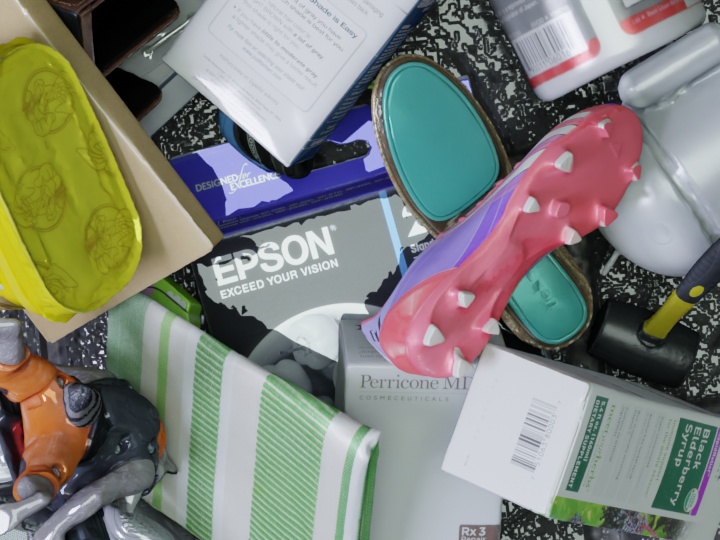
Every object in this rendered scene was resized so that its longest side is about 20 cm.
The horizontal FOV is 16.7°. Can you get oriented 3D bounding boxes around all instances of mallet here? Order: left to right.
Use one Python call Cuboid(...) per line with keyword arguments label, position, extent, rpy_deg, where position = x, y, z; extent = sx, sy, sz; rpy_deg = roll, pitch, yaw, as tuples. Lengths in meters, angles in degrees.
Cuboid(label="mallet", position=(0.198, 0.020, 1.432), extent=(0.066, 0.200, 0.041), rpy_deg=(24, 65, -10))

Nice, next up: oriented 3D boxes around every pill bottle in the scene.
Cuboid(label="pill bottle", position=(0.114, -0.212, 1.454), extent=(0.114, 0.114, 0.200), rpy_deg=(-26, 92, 1))

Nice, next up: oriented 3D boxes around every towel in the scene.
Cuboid(label="towel", position=(-0.073, 0.107, 1.434), extent=(0.200, 0.023, 0.153), rpy_deg=(29, 131, 30))

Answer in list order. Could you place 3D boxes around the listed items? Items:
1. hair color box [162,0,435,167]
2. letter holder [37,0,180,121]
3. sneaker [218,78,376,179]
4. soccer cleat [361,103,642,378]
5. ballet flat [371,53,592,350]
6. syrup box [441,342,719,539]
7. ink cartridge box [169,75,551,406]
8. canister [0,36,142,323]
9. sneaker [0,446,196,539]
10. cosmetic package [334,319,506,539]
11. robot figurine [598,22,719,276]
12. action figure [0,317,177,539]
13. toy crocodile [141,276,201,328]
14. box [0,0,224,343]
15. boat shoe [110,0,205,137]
Cuboid(label="hair color box", position=(-0.011, -0.167, 1.393), extent=(0.100, 0.061, 0.200), rpy_deg=(41, 106, 5))
Cuboid(label="letter holder", position=(-0.203, -0.165, 1.444), extent=(0.200, 0.142, 0.101), rpy_deg=(18, 131, 24))
Cuboid(label="sneaker", position=(-0.004, -0.139, 1.465), extent=(0.083, 0.071, 0.200), rpy_deg=(41, 109, 12))
Cuboid(label="soccer cleat", position=(0.080, -0.023, 1.383), extent=(0.200, 0.076, 0.067), rpy_deg=(-50, 126, -14))
Cuboid(label="ballet flat", position=(0.065, -0.040, 1.441), extent=(0.070, 0.065, 0.200), rpy_deg=(-32, 102, -2))
Cuboid(label="syrup box", position=(0.142, 0.104, 1.425), extent=(0.081, 0.200, 0.079), rpy_deg=(21, 92, 38))
Cuboid(label="ink cartridge box", position=(0.000, 0.000, 1.500), extent=(0.198, 0.043, 0.200), rpy_deg=(-16, 91, 1))
Cuboid(label="canister", position=(-0.235, -0.044, 1.362), extent=(0.200, 0.087, 0.149), rpy_deg=(-4, 118, 39))
Cuboid(label="sneaker", position=(-0.187, 0.178, 1.496), extent=(0.200, 0.075, 0.114), rpy_deg=(31, 96, 2))
Cuboid(label="cosmetic package", position=(0.033, 0.134, 1.462), extent=(0.102, 0.074, 0.200), rpy_deg=(0, 111, -5))
Cuboid(label="robot figurine", position=(0.215, -0.073, 1.461), extent=(0.200, 0.113, 0.170), rpy_deg=(-35, 126, 1))
Cuboid(label="action figure", position=(-0.152, 0.114, 1.375), extent=(0.105, 0.193, 0.200), rpy_deg=(-28, 76, 12))
Cuboid(label="toy crocodile", position=(-0.178, -0.024, 1.485), extent=(0.200, 0.068, 0.062), rpy_deg=(40, 92, 4))
Cuboid(label="box", position=(-0.188, -0.066, 1.388), extent=(0.163, 0.021, 0.200), rpy_deg=(-28, 103, 44))
Cuboid(label="boat shoe", position=(-0.108, -0.143, 1.479), extent=(0.200, 0.074, 0.065), rpy_deg=(-44, 96, 1))
